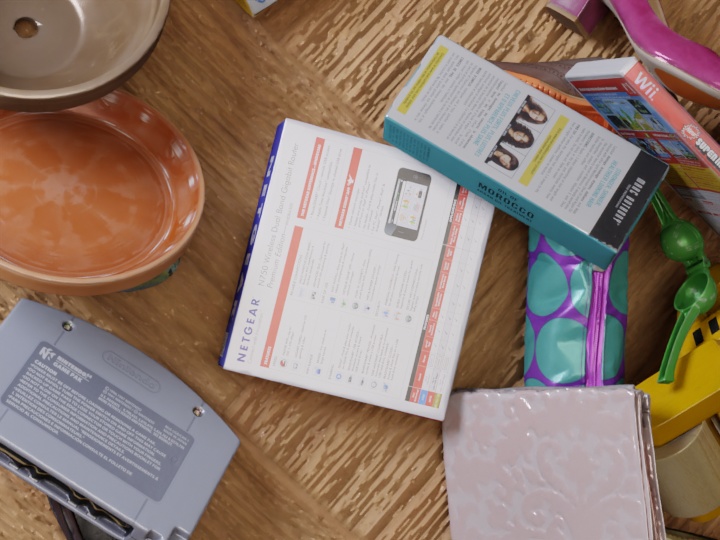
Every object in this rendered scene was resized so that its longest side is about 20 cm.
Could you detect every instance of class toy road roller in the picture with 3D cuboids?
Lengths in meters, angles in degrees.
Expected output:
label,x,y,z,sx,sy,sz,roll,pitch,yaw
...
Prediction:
label,x,y,z,sx,sy,sz,roll,pitch,yaw
toy road roller,0.286,0.084,1.104,0.200,0.146,0.123,-34,125,3

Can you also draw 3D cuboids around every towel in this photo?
label,x,y,z,sx,sy,sz,roll,pitch,yaw
towel,0.145,0.182,1.059,0.032,0.200,0.191,-6,90,-42

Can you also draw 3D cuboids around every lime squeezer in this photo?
label,x,y,z,sx,sy,sz,roll,pitch,yaw
lime squeezer,0.238,-0.006,1.081,0.071,0.038,0.200,1,69,-18

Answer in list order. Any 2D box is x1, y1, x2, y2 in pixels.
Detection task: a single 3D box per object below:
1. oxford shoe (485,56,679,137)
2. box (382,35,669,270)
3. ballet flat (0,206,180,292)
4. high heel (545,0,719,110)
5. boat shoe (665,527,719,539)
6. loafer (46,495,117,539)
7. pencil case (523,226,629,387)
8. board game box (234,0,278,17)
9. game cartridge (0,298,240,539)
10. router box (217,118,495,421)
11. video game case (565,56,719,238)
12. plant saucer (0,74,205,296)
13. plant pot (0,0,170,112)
label,x,y,z,sx,sy,sz,roll,pitch,yaw
oxford shoe,0.160,-0.138,1.129,0.200,0.071,0.073,15,49,-2
box,0.122,-0.089,1.053,0.200,0.049,0.082,32,76,8
ballet flat,-0.232,-0.025,1.041,0.200,0.074,0.074,12,88,-10
high heel,0.244,-0.199,1.095,0.096,0.200,0.067,-52,143,1
boat shoe,0.225,0.236,1.127,0.201,0.072,0.066,13,82,-15
loafer,-0.176,0.229,1.054,0.072,0.063,0.200,-31,95,-9
pencil case,0.173,0.046,1.107,0.085,0.092,0.200,1,91,-14
board game box,-0.033,-0.306,1.051,0.200,0.040,0.153,-33,135,-10
game cartridge,-0.192,0.112,1.029,0.200,0.040,0.133,35,48,-7
router box,0.000,0.000,1.095,0.179,0.049,0.200,15,87,-10
video game case,0.240,-0.078,1.019,0.200,0.143,0.017,44,90,-10
plant saucer,-0.214,-0.062,1.015,0.200,0.032,0.200,11,49,-13
plant pot,-0.241,-0.194,1.014,0.201,0.093,0.201,5,69,-12
